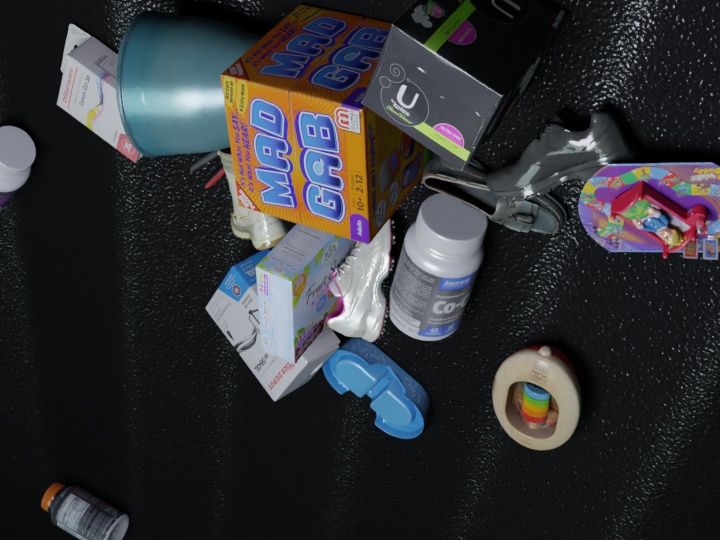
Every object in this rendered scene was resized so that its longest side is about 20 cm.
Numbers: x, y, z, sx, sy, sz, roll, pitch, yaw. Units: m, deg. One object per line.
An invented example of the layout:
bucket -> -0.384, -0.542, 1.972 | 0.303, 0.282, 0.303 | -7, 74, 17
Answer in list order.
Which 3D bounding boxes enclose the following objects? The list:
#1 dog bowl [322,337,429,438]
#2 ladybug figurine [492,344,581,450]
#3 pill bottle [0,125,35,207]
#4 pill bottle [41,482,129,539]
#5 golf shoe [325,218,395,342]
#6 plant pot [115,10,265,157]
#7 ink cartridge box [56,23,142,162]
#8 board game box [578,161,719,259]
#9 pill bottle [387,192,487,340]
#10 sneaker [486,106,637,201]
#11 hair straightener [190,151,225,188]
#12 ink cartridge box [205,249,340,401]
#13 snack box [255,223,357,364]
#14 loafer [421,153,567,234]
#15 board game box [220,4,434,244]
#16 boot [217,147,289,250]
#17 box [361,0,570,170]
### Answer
dog bowl -> 0.031, 0.190, 1.865 | 0.200, 0.050, 0.112 | 41, 139, 0
ladybug figurine -> 0.264, 0.178, 1.663 | 0.135, 0.072, 0.201 | 24, 137, 18
pill bottle -> -0.649, -0.177, 2.001 | 0.112, 0.112, 0.200 | 49, 138, -11
pill bottle -> -0.653, 0.575, 2.670 | 0.199, 0.106, 0.107 | 26, 137, 17
golf shoe -> 0.000, 0.000, 1.631 | 0.091, 0.202, 0.075 | 7, 180, -7
plant pot -> -0.204, -0.254, 1.554 | 0.186, 0.201, 0.201 | 3, 129, 17
ink cartridge box -> -0.398, -0.276, 1.759 | 0.199, 0.068, 0.117 | 36, 139, 4
board game box -> 0.360, -0.060, 1.357 | 0.198, 0.039, 0.159 | 1, 141, 17
pill bottle -> 0.109, -0.005, 1.585 | 0.113, 0.114, 0.201 | 28, 138, 13
sneaker -> 0.240, -0.147, 1.406 | 0.199, 0.076, 0.091 | -17, 109, 34
hair straightener -> -0.201, -0.198, 1.701 | 0.077, 0.041, 0.200 | 47, 138, -9
ink cartridge box -> -0.144, 0.089, 1.846 | 0.200, 0.084, 0.146 | 52, 139, 11
snack box -> -0.072, 0.008, 1.666 | 0.067, 0.200, 0.170 | 20, 135, 20
loafer -> 0.173, -0.092, 1.499 | 0.199, 0.063, 0.072 | 28, 138, 14
board game box -> -0.034, -0.192, 1.459 | 0.199, 0.200, 0.201 | 17, 134, 22
boot -> -0.168, -0.124, 1.688 | 0.200, 0.072, 0.156 | -144, 35, -68
box -> 0.121, -0.243, 1.300 | 0.148, 0.200, 0.125 | 33, 139, 7
